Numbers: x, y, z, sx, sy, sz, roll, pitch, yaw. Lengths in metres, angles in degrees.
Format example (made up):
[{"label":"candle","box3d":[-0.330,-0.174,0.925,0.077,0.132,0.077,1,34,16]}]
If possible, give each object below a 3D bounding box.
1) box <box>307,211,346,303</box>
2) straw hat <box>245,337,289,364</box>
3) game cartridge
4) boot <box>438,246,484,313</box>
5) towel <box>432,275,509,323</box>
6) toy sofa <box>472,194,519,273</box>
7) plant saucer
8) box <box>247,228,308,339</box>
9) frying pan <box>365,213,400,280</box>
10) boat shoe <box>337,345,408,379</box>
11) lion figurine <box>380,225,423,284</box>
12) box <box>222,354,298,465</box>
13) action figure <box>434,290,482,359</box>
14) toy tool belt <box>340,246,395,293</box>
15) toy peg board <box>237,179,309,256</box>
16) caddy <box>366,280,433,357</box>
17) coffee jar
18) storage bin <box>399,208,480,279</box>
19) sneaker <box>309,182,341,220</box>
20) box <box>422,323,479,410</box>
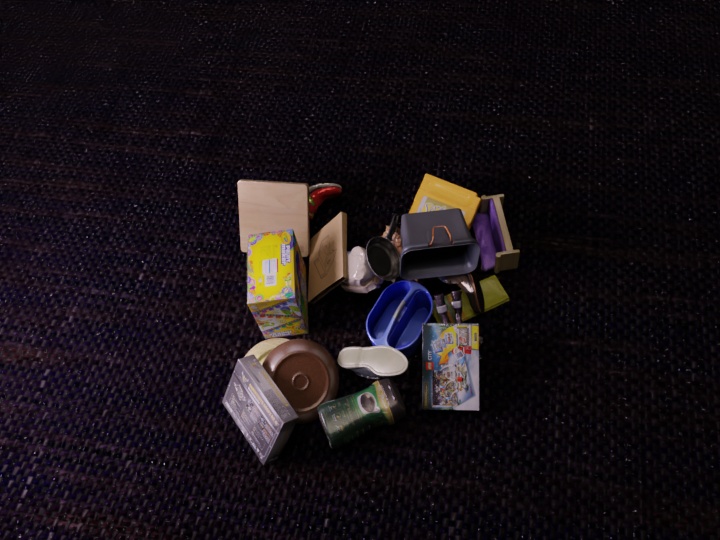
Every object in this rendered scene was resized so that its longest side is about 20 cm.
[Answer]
[{"label":"box","box3d":[-0.087,-0.034,1.806,0.021,0.163,0.203,20,53,-30]},{"label":"straw hat","box3d":[-0.226,0.241,1.685,0.197,0.086,0.204,-3,58,5]},{"label":"game cartridge","box3d":[0.215,-0.141,1.848,0.174,0.032,0.203,23,90,20]},{"label":"boot","box3d":[0.254,0.031,1.762,0.096,0.075,0.203,-23,65,21]},{"label":"towel","box3d":[0.279,0.080,1.761,0.197,0.018,0.087,-22,60,-7]},{"label":"toy sofa","box3d":[0.355,-0.099,1.822,0.096,0.083,0.203,-8,58,1]},{"label":"plant saucer","box3d":[-0.145,0.266,1.633,0.196,0.037,0.205,1,84,-13]},{"label":"box","box3d":[-0.210,0.037,1.743,0.120,0.194,0.203,-7,59,3]},{"label":"frying pan","box3d":[0.052,-0.064,1.711,0.114,0.031,0.193,13,62,-36]},{"label":"boat shoe","box3d":[0.039,0.228,1.643,0.196,0.066,0.076,-4,58,33]},{"label":"lion figurine","box3d":[0.123,-0.022,1.779,0.072,0.123,0.201,-30,61,-12]},{"label":"box","box3d":[-0.238,0.325,1.595,0.048,0.160,0.200,-13,50,-44]},{"label":"action figure","box3d":[0.234,0.155,1.675,0.128,0.069,0.204,-8,83,4]},{"label":"toy tool belt","box3d":[0.000,0.000,1.787,0.199,0.121,0.127,14,85,60]},{"label":"toy peg board","box3d":[-0.227,-0.156,1.892,0.196,0.203,0.098,5,21,11]},{"label":"caddy","box3d":[0.100,0.121,1.705,0.140,0.106,0.201,23,64,20]},{"label":"coffee jar","box3d":[0.005,0.333,1.601,0.197,0.086,0.105,-21,57,-6]},{"label":"storage bin","box3d":[0.185,-0.079,1.692,0.196,0.147,0.136,-7,55,-4]},{"label":"sneaker","box3d":[-0.140,-0.187,1.951,0.197,0.077,0.086,-20,74,3]},{"label":"box","box3d":[0.214,0.227,1.619,0.134,0.038,0.204,0,85,7]}]
